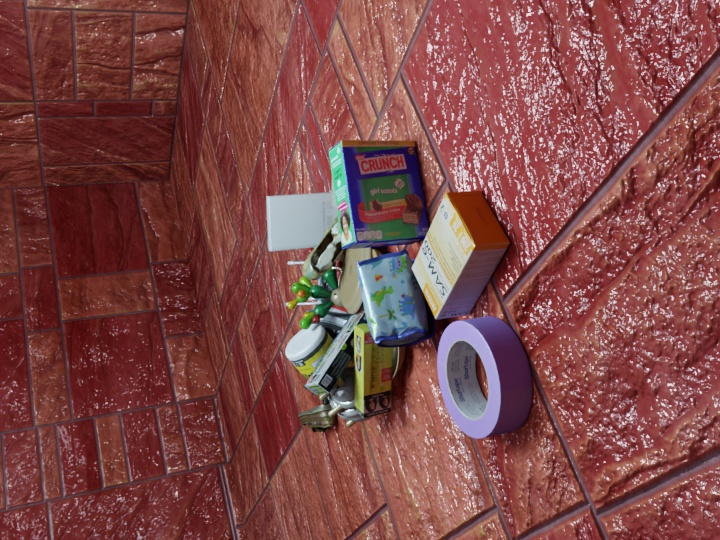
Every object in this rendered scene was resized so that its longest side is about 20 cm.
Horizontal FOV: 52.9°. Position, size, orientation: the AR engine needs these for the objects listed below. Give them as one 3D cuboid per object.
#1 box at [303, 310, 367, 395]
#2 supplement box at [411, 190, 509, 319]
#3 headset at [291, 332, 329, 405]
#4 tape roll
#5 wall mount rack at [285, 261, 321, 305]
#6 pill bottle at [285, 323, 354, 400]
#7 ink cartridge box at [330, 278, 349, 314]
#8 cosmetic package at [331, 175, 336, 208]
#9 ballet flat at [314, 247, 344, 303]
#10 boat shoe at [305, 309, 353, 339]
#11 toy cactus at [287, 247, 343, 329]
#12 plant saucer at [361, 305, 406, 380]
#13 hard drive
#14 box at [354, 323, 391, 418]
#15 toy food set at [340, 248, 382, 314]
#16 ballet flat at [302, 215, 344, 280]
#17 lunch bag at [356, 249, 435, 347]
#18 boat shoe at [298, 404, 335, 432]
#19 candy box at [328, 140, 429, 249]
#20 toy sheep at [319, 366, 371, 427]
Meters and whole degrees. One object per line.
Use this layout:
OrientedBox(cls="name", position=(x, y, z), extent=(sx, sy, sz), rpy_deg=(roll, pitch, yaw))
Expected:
OrientedBox(cls="box", position=(-0.046, 0.183, 1.612), extent=(0.200, 0.035, 0.110), rpy_deg=(-56, 11, -22))
OrientedBox(cls="supplement box", position=(0.169, -0.025, 1.265), extent=(0.200, 0.073, 0.126), rpy_deg=(110, 146, -46))
OrientedBox(cls="headset", position=(-0.122, 0.259, 1.932), extent=(0.200, 0.094, 0.123), rpy_deg=(51, 166, -9))
OrientedBox(cls="tape roll", position=(0.208, 0.182, 1.240), extent=(0.200, 0.065, 0.201), rpy_deg=(175, 90, -67))
OrientedBox(cls="wall mount rack", position=(-0.136, 0.029, 1.944), extent=(0.174, 0.074, 0.201), rpy_deg=(-16, 69, 63))
OrientedBox(cls="pill bottle", position=(-0.082, 0.237, 1.764), extent=(0.200, 0.114, 0.114), rpy_deg=(52, 166, -21))
OrientedBox(cls="ink cartridge box", position=(-0.069, 0.121, 1.891), extent=(0.161, 0.050, 0.201), rpy_deg=(-169, 72, -66))
OrientedBox(cls="cosmetic package", position=(0.005, -0.172, 1.610), extent=(0.200, 0.073, 0.104), rpy_deg=(-147, 54, -60))
OrientedBox(cls="ballet flat", position=(-0.073, -0.012, 1.839), extent=(0.068, 0.068, 0.201), rpy_deg=(-11, 83, 26))
OrientedBox(cls="boat shoe", position=(-0.060, 0.141, 1.782), extent=(0.199, 0.070, 0.067), rpy_deg=(7, 98, 38))
OrientedBox(cls="toy cactus", position=(-0.082, 0.049, 1.741), extent=(0.102, 0.164, 0.201), rpy_deg=(115, 169, -60))
OrientedBox(cls="plant saucer", position=(0.055, 0.149, 1.621), extent=(0.200, 0.035, 0.201), rpy_deg=(173, 90, -67))
OrientedBox(cls="hard drive", position=(-0.129, -0.121, 1.772), extent=(0.026, 0.199, 0.133), rpy_deg=(-155, 62, -64))
OrientedBox(cls="box", position=(0.027, 0.214, 1.568), extent=(0.050, 0.075, 0.201), rpy_deg=(27, 120, 60))
OrientedBox(cls="toy food set", position=(0.000, 0.000, 1.650), extent=(0.199, 0.048, 0.200), rpy_deg=(-98, 22, -45))
OrientedBox(cls="ballet flat", position=(-0.063, -0.061, 1.694), extent=(0.071, 0.200, 0.071), rpy_deg=(31, 160, 13))
OrientedBox(cls="lunch bag", position=(0.075, 0.064, 1.450), extent=(0.200, 0.127, 0.171), rpy_deg=(54, -156, -77))
OrientedBox(cls="boat shoe", position=(-0.128, 0.432, 2.072), extent=(0.200, 0.072, 0.068), rpy_deg=(137, 125, -62))
OrientedBox(cls="candy box", position=(0.036, -0.151, 1.420), extent=(0.077, 0.168, 0.201), rpy_deg=(-22, 75, 62))
OrientedBox(cls="toy sheep", position=(-0.015, 0.285, 1.667), extent=(0.200, 0.137, 0.138), rpy_deg=(43, -158, -57))
